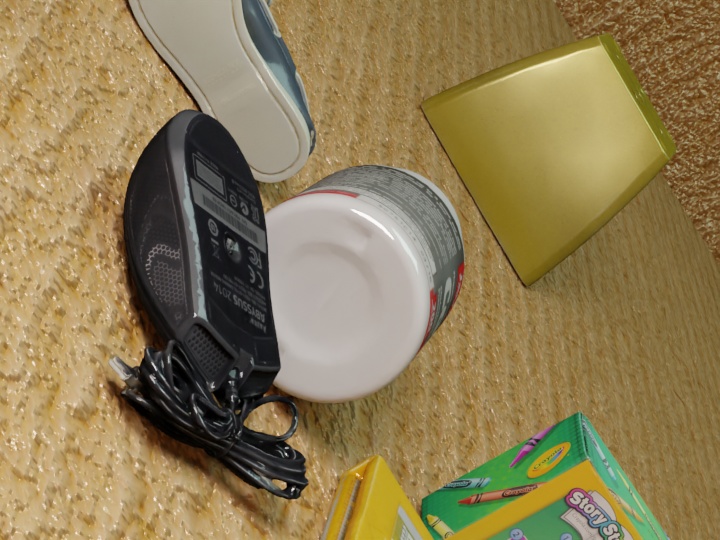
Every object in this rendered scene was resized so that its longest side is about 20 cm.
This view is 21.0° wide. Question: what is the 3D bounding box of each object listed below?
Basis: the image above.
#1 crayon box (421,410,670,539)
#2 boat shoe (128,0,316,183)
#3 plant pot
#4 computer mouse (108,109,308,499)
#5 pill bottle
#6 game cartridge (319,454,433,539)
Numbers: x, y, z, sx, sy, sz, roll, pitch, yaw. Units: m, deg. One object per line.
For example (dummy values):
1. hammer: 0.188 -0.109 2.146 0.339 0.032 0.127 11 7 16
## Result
1. crayon box: 0.138 0.200 1.189 0.201 0.118 0.058 55 16 -19
2. boat shoe: -0.086 -0.152 1.209 0.201 0.074 0.062 57 17 -16
3. plant pot: 0.197 -0.127 1.883 0.201 0.175 0.200 59 16 0
4. computer mouse: -0.086 0.011 0.962 0.138 0.052 0.202 41 35 -48
5. pill bottle: 0.000 0.000 1.125 0.115 0.113 0.200 59 15 -2
6. game cartridge: 0.042 0.214 1.019 0.201 0.032 0.176 56 16 -11
